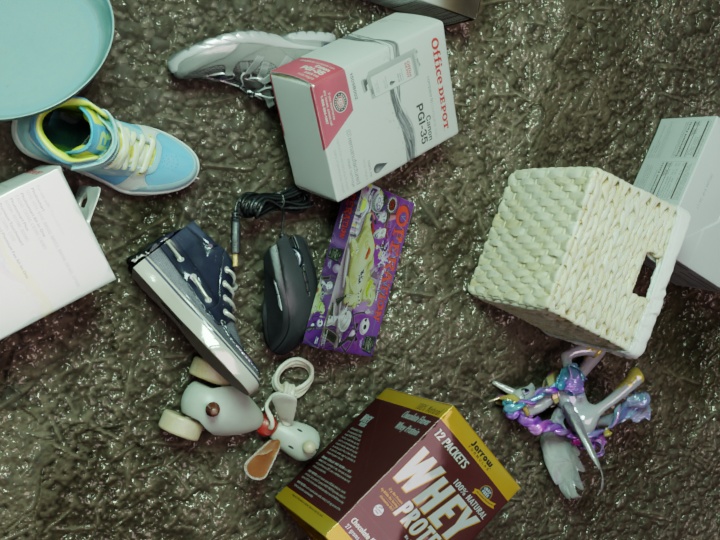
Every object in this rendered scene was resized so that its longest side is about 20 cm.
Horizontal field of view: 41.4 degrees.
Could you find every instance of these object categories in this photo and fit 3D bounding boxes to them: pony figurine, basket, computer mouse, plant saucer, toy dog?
[{"bbox_3d":[0.294,0.198,1.291,0.200,0.167,0.193,-26,75,-18],"label":"pony figurine"},{"bbox_3d":[0.273,-0.016,1.209,0.161,0.200,0.199,22,86,-25],"label":"basket"},{"bbox_3d":[-0.093,0.003,1.083,0.140,0.046,0.200,-5,100,-56],"label":"computer mouse"},{"bbox_3d":[-0.337,-0.223,0.922,0.200,0.027,0.200,0,65,-1],"label":"plant saucer"},{"bbox_3d":[-0.125,0.170,1.092,0.200,0.096,0.132,4,95,-26],"label":"toy dog"}]

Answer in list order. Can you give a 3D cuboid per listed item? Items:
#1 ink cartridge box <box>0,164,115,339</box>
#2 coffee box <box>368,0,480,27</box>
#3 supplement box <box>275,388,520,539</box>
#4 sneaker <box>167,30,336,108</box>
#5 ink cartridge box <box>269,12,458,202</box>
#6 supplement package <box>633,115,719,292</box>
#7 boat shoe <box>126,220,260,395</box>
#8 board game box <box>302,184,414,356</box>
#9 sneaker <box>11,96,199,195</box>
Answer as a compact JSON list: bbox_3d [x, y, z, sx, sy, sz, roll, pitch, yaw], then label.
[{"bbox_3d":[-0.345,-0.017,0.941,0.200,0.129,0.125,-29,109,-20],"label":"ink cartridge box"},{"bbox_3d":[0.047,-0.371,1.117,0.200,0.080,0.113,11,91,-27],"label":"coffee box"},{"bbox_3d":[0.038,0.261,1.119,0.200,0.197,0.133,-43,103,-16],"label":"supplement box"},{"bbox_3d":[-0.113,-0.222,1.059,0.200,0.075,0.082,-9,99,-26],"label":"sneaker"},{"bbox_3d":[0.010,-0.190,1.086,0.200,0.083,0.147,-32,127,-29],"label":"ink cartridge box"},{"bbox_3d":[0.474,-0.092,1.347,0.156,0.111,0.200,28,85,-26],"label":"supplement package"},{"bbox_3d":[-0.158,0.036,1.044,0.093,0.075,0.200,-41,89,-19],"label":"boat shoe"},{"bbox_3d":[0.000,0.000,1.144,0.120,0.032,0.200,15,90,-60],"label":"board game box"},{"bbox_3d":[-0.248,-0.122,0.975,0.200,0.131,0.080,11,90,-27],"label":"sneaker"}]
